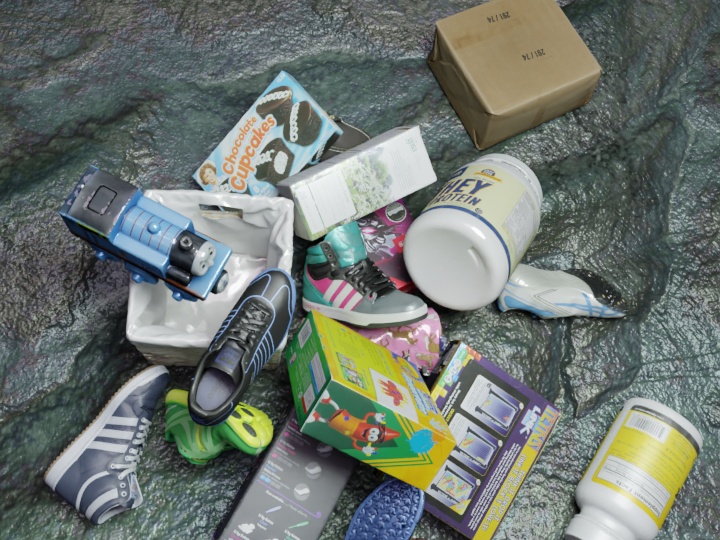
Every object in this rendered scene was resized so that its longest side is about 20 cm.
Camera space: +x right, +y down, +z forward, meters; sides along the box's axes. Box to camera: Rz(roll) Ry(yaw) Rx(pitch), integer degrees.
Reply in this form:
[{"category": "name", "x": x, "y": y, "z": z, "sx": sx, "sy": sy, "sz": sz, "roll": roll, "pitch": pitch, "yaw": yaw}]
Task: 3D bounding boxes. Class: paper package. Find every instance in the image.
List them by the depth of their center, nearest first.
[{"category": "paper package", "x": 0.229, "y": -0.314, "z": 1.258, "sx": 0.198, "sy": 0.104, "sz": 0.193, "roll": -25, "pitch": 72, "yaw": -12}]

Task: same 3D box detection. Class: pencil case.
[{"category": "pencil case", "x": 0.013, "y": 0.100, "z": 1.103, "sx": 0.196, "sy": 0.084, "sz": 0.087, "roll": -4, "pitch": 31, "yaw": -6}]

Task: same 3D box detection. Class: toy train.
[{"category": "toy train", "x": -0.241, "y": -0.035, "z": 0.943, "sx": 0.198, "sy": 0.115, "sz": 0.088, "roll": 27, "pitch": 72, "yaw": 7}]

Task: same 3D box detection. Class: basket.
[{"category": "basket", "x": -0.186, "y": 0.021, "z": 1.071, "sx": 0.194, "sy": 0.161, "sz": 0.203, "roll": 3, "pitch": 69, "yaw": -4}]

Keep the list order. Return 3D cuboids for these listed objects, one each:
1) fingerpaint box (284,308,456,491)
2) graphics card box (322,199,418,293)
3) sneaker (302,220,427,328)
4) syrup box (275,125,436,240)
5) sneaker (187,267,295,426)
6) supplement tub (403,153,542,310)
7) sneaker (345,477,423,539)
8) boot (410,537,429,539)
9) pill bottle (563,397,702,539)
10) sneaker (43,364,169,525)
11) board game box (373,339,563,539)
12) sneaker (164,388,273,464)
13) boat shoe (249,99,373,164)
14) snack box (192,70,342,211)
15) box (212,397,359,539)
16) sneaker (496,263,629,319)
[{"category": "fingerpaint box", "x": 0.004, "y": 0.146, "z": 0.963, "sx": 0.165, "sy": 0.200, "sz": 0.074, "roll": 29, "pitch": 102, "yaw": -19}, {"category": "graphics card box", "x": 0.013, "y": -0.053, "z": 1.174, "sx": 0.124, "sy": 0.051, "sz": 0.202, "roll": -25, "pitch": 73, "yaw": -12}, {"category": "sneaker", "x": 0.000, "y": 0.000, "z": 1.066, "sx": 0.083, "sy": 0.198, "sz": 0.123, "roll": -21, "pitch": 112, "yaw": -48}, {"category": "syrup box", "x": -0.005, "y": -0.120, "z": 1.115, "sx": 0.198, "sy": 0.081, "sz": 0.080, "roll": -27, "pitch": 106, "yaw": -14}, {"category": "sneaker", "x": -0.131, "y": 0.083, "z": 0.931, "sx": 0.069, "sy": 0.078, "sz": 0.202, "roll": 26, "pitch": 77, "yaw": 2}, {"category": "supplement tub", "x": 0.157, "y": -0.057, "z": 1.109, "sx": 0.144, "sy": 0.146, "sz": 0.200, "roll": 33, "pitch": 44, "yaw": 7}, {"category": "sneaker", "x": 0.013, "y": 0.331, "z": 0.987, "sx": 0.070, "sy": 0.078, "sz": 0.202, "roll": 33, "pitch": 89, "yaw": 14}, {"category": "boot", "x": 0.129, "y": 0.430, "z": 1.007, "sx": 0.196, "sy": 0.064, "sz": 0.190, "roll": 12, "pitch": 71, "yaw": -5}, {"category": "pill bottle", "x": 0.342, "y": 0.274, "z": 1.051, "sx": 0.111, "sy": 0.112, "sz": 0.201, "roll": 35, "pitch": 72, "yaw": 8}, {"category": "sneaker", "x": -0.289, "y": 0.222, "z": 1.037, "sx": 0.108, "sy": 0.070, "sz": 0.200, "roll": 39, "pitch": 79, "yaw": 15}, {"category": "board game box", "x": 0.137, "y": 0.217, "z": 1.048, "sx": 0.164, "sy": 0.057, "sz": 0.202, "roll": 34, "pitch": 81, "yaw": -7}, {"category": "sneaker", "x": -0.176, "y": 0.201, "z": 1.019, "sx": 0.073, "sy": 0.198, "sz": 0.085, "roll": 15, "pitch": 83, "yaw": -42}, {"category": "boat shoe", "x": -0.070, "y": -0.199, "z": 1.187, "sx": 0.198, "sy": 0.061, "sz": 0.072, "roll": 15, "pitch": 55, "yaw": 17}, {"category": "snack box", "x": -0.132, "y": -0.162, "z": 1.157, "sx": 0.116, "sy": 0.037, "sz": 0.200, "roll": 47, "pitch": 104, "yaw": 11}, {"category": "box", "x": -0.084, "y": 0.263, "z": 1.007, "sx": 0.105, "sy": 0.122, "sz": 0.202, "roll": 31, "pitch": 71, "yaw": -3}, {"category": "sneaker", "x": 0.283, "y": 0.038, "z": 1.164, "sx": 0.197, "sy": 0.073, "sz": 0.073, "roll": 10, "pitch": 40, "yaw": -14}]
